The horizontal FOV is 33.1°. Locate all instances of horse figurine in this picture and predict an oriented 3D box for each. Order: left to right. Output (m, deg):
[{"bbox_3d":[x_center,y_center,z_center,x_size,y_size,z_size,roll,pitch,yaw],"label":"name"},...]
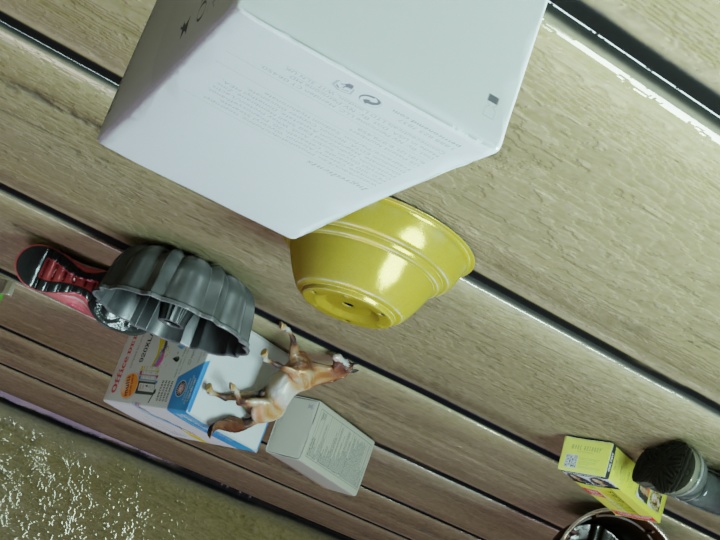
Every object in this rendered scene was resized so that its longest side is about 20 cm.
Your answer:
[{"bbox_3d":[-0.117,0.153,1.605,0.133,0.200,0.050,42,-171,-44],"label":"horse figurine"}]

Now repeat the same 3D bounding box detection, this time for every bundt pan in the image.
[{"bbox_3d":[-0.214,0.031,1.457,0.201,0.076,0.202,18,161,6],"label":"bundt pan"}]

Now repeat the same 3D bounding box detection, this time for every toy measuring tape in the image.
[{"bbox_3d":[-0.558,0.035,1.837,0.200,0.074,0.074,1,154,45],"label":"toy measuring tape"}]

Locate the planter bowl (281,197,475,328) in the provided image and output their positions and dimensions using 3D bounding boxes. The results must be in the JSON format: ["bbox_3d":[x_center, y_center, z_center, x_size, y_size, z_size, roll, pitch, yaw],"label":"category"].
[{"bbox_3d":[0.000,0.000,1.138,0.200,0.084,0.200,18,161,6],"label":"planter bowl"}]

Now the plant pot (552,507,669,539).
[{"bbox_3d":[0.393,0.487,1.973,0.200,0.201,0.198,19,169,2],"label":"plant pot"}]

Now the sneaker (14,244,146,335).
[{"bbox_3d":[-0.366,0.021,1.628,0.200,0.074,0.087,29,173,-16],"label":"sneaker"}]

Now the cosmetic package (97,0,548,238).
[{"bbox_3d":[-0.009,-0.142,0.557,0.123,0.200,0.200,26,160,-19],"label":"cosmetic package"}]

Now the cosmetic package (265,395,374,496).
[{"bbox_3d":[-0.063,0.289,1.997,0.073,0.104,0.200,8,157,34],"label":"cosmetic package"}]

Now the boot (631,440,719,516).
[{"bbox_3d":[0.451,0.278,1.484,0.200,0.073,0.182,28,175,-3],"label":"boot"}]

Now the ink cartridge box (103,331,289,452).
[{"bbox_3d":[-0.230,0.152,1.705,0.200,0.148,0.145,0,153,45],"label":"ink cartridge box"}]

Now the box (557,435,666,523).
[{"bbox_3d":[0.344,0.285,1.647,0.075,0.050,0.200,4,156,37],"label":"box"}]
